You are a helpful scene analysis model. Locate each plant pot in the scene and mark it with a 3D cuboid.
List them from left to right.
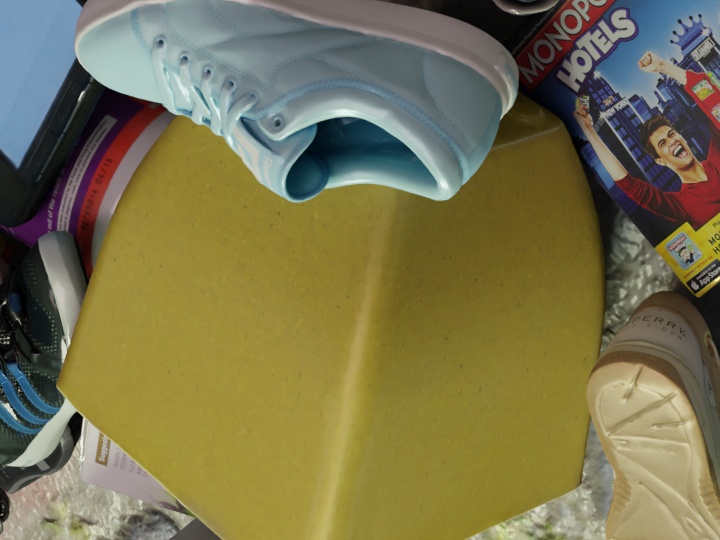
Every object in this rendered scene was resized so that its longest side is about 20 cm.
[{"bbox_3d":[0.000,0.000,1.076,0.195,0.194,0.201,37,128,33],"label":"plant pot"}]

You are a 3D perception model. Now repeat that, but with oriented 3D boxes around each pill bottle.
[{"bbox_3d":[-0.171,-0.073,1.233,0.200,0.112,0.113,28,126,21],"label":"pill bottle"}]

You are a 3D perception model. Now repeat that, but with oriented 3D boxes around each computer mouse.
[{"bbox_3d":[-0.234,0.076,1.394,0.140,0.046,0.200,47,146,0],"label":"computer mouse"}]

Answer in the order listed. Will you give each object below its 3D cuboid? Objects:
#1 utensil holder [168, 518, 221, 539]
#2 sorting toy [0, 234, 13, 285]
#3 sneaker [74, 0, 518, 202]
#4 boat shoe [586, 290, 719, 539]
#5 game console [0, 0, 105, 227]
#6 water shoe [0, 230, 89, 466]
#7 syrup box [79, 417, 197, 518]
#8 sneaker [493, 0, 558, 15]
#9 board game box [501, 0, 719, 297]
[{"bbox_3d":[-0.061,0.215,1.246,0.169,0.200,0.171,15,120,28],"label":"utensil holder"},{"bbox_3d":[-0.241,-0.010,1.309,0.200,0.037,0.185,26,167,24],"label":"sorting toy"},{"bbox_3d":[-0.039,-0.073,0.954,0.199,0.082,0.074,8,144,22],"label":"sneaker"},{"bbox_3d":[0.159,0.092,1.116,0.073,0.069,0.200,11,140,23],"label":"boat shoe"},{"bbox_3d":[-0.218,-0.120,1.090,0.171,0.118,0.200,47,135,12],"label":"game console"},{"bbox_3d":[-0.188,0.052,1.187,0.200,0.079,0.072,116,141,-53],"label":"water shoe"},{"bbox_3d":[-0.042,0.089,1.211,0.199,0.079,0.082,16,123,7],"label":"syrup box"},{"bbox_3d":[0.006,-0.145,0.966,0.202,0.146,0.077,-27,124,-1],"label":"sneaker"},{"bbox_3d":[0.160,-0.124,1.008,0.200,0.062,0.200,51,132,4],"label":"board game box"}]
